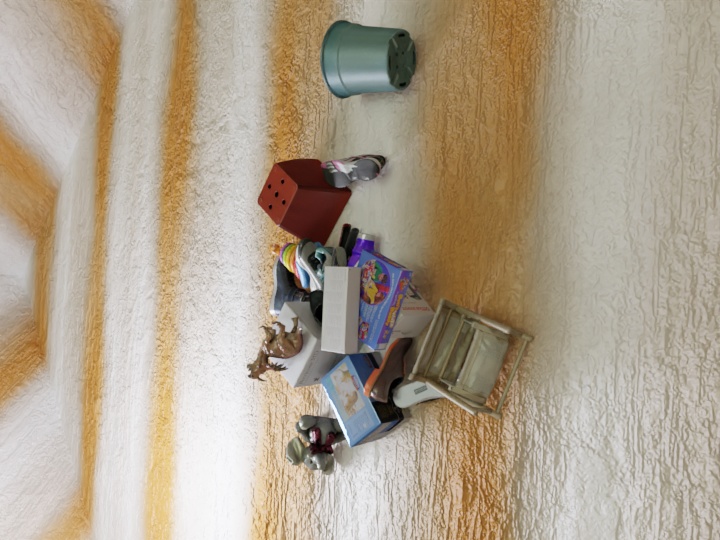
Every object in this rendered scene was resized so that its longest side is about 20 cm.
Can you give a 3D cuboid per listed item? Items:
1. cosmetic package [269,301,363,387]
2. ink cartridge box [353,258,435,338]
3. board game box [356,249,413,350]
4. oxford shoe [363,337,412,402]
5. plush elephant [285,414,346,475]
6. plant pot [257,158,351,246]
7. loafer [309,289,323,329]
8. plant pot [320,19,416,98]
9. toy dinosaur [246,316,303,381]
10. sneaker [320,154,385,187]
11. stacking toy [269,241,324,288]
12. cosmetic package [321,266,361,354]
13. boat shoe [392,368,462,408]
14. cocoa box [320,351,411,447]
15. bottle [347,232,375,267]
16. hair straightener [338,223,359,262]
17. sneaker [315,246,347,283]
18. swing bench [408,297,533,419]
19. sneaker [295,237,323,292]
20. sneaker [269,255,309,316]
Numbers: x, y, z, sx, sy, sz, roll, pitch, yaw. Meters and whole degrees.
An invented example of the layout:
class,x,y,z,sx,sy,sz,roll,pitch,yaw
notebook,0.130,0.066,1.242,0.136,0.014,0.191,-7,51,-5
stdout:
class,x,y,z,sx,sy,sz,roll,pitch,yaw
cosmetic package,-0.127,0.201,1.585,0.166,0.199,0.169,43,115,35
ink cartridge box,0.075,0.069,1.447,0.088,0.144,0.201,-51,56,27
board game box,0.033,0.068,1.356,0.134,0.044,0.202,30,107,40
oxford shoe,0.087,0.245,1.429,0.072,0.072,0.201,23,59,23
plush elephant,-0.117,0.488,1.591,0.200,0.163,0.157,149,131,-67
plant pot,-0.182,-0.210,1.677,0.200,0.175,0.201,46,117,34
loafer,-0.091,0.107,1.490,0.068,0.071,0.201,-27,40,-5
plant pot,0.030,-0.556,1.509,0.194,0.199,0.203,13,96,33
toy dinosaur,-0.202,0.200,1.468,0.198,0.086,0.137,-21,81,27
sneaker,-0.015,-0.283,1.593,0.198,0.086,0.081,6,120,32
stacking toy,-0.201,-0.041,1.706,0.199,0.110,0.117,21,138,37
cosmetic package,-0.046,0.092,1.362,0.082,0.050,0.203,2,89,45
boat shoe,0.174,0.285,1.397,0.198,0.057,0.069,-22,74,19
cocoa box,0.011,0.334,1.497,0.133,0.130,0.201,-45,60,30
bottle,0.000,0.000,1.560,0.065,0.083,0.203,14,96,30
hair straightener,-0.041,-0.028,1.627,0.077,0.041,0.202,28,106,40
sneaker,-0.079,0.022,1.521,0.078,0.085,0.202,-54,40,42
swing bench,0.243,0.195,1.280,0.199,0.129,0.201,23,91,43
sneaker,-0.116,-0.005,1.596,0.079,0.074,0.202,9,131,45
sneaker,-0.201,0.041,1.747,0.145,0.077,0.205,0,83,38
